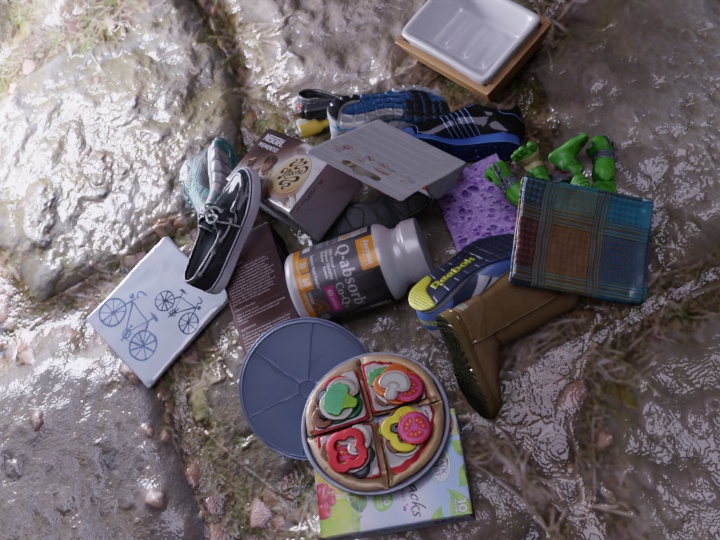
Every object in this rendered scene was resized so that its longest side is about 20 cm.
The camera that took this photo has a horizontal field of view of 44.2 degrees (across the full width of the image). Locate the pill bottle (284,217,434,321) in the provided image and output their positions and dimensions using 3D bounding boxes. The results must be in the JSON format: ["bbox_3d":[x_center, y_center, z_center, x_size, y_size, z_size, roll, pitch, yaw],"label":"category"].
[{"bbox_3d":[0.000,0.000,1.287,0.199,0.116,0.117,-20,61,10],"label":"pill bottle"}]

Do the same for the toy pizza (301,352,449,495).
[{"bbox_3d":[0.017,0.194,1.164,0.199,0.032,0.201,-7,57,10],"label":"toy pizza"}]

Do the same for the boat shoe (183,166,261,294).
[{"bbox_3d":[-0.212,-0.067,1.325,0.073,0.068,0.200,20,86,47],"label":"boat shoe"}]

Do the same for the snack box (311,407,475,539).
[{"bbox_3d":[0.041,0.272,1.175,0.199,0.053,0.143,-11,65,7],"label":"snack box"}]

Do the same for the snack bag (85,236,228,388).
[{"bbox_3d":[-0.326,0.061,1.429,0.188,0.021,0.200,38,83,29],"label":"snack bag"}]

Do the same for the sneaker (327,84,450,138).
[{"bbox_3d":[0.042,-0.237,1.410,0.199,0.087,0.075,-7,56,-10],"label":"sneaker"}]

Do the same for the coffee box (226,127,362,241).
[{"bbox_3d":[-0.105,-0.137,1.372,0.113,0.080,0.200,-52,40,-7],"label":"coffee box"}]

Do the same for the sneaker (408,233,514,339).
[{"bbox_3d":[0.158,0.019,1.222,0.200,0.082,0.074,-32,31,-14],"label":"sneaker"}]

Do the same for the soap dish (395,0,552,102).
[{"bbox_3d":[0.180,-0.368,1.412,0.200,0.081,0.157,37,82,30],"label":"soap dish"}]

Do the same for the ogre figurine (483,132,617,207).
[{"bbox_3d":[0.288,-0.122,1.253,0.098,0.199,0.120,-45,61,48],"label":"ogre figurine"}]

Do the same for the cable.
[{"bbox_3d":[-0.031,-0.268,1.477,0.199,0.050,0.097,-7,48,3],"label":"cable"}]

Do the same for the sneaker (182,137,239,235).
[{"bbox_3d":[-0.253,-0.119,1.467,0.091,0.078,0.201,-17,57,29],"label":"sneaker"}]

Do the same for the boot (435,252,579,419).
[{"bbox_3d":[0.214,0.081,1.189,0.200,0.176,0.066,-29,24,-18],"label":"boot"}]

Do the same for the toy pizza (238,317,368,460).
[{"bbox_3d":[-0.073,0.167,1.258,0.199,0.032,0.201,0,89,5],"label":"toy pizza"}]

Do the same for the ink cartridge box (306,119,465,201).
[{"bbox_3d":[0.037,-0.143,1.259,0.162,0.050,0.200,29,36,20],"label":"ink cartridge box"}]

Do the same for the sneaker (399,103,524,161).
[{"bbox_3d":[0.152,-0.215,1.364,0.199,0.070,0.078,3,64,14],"label":"sneaker"}]

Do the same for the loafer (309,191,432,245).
[{"bbox_3d":[0.021,-0.079,1.357,0.199,0.063,0.072,-22,85,13],"label":"loafer"}]

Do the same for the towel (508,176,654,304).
[{"bbox_3d":[0.297,-0.039,1.175,0.199,0.022,0.147,9,84,-16],"label":"towel"}]

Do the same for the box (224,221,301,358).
[{"bbox_3d":[-0.145,0.038,1.347,0.100,0.075,0.201,-25,62,8],"label":"box"}]

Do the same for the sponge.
[{"bbox_3d":[0.187,-0.065,1.300,0.111,0.030,0.201,-23,61,9],"label":"sponge"}]
